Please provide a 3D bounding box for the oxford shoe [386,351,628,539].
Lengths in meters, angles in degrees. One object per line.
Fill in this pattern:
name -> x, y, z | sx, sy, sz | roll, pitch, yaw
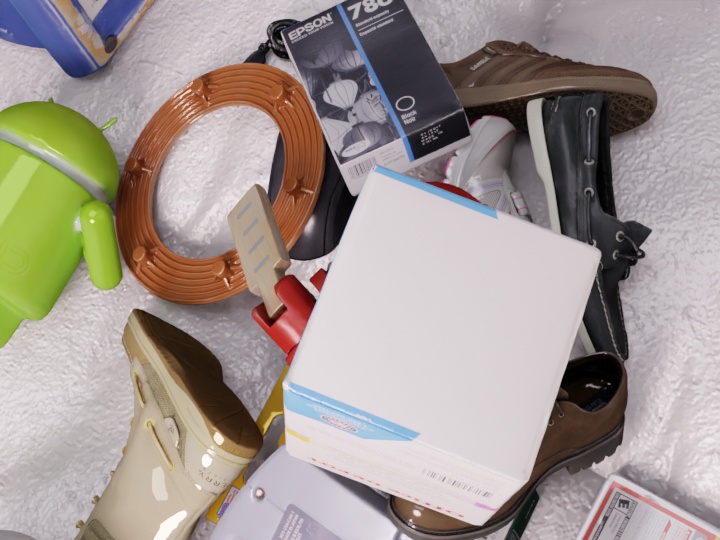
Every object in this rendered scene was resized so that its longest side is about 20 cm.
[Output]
oxford shoe -> 0.096, 0.105, 0.890 | 0.199, 0.085, 0.072 | -29, 51, -32

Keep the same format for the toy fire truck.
toy fire truck -> 0.000, 0.000, 0.919 | 0.176, 0.129, 0.200 | -45, 86, 2

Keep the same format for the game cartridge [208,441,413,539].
game cartridge -> -0.048, 0.219, 0.915 | 0.132, 0.041, 0.202 | 31, 107, 16

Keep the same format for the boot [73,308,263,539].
boot -> -0.155, 0.130, 0.996 | 0.157, 0.072, 0.200 | -58, 38, 11

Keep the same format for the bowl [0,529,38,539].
bowl -> -0.208, 0.248, 0.926 | 0.090, 0.203, 0.201 | -33, 61, -31

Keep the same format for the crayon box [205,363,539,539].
crayon box -> 0.008, 0.165, 0.959 | 0.198, 0.052, 0.127 | 24, 77, 21

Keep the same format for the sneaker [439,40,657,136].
sneaker -> 0.122, -0.145, 1.041 | 0.197, 0.071, 0.077 | -2, 62, 12

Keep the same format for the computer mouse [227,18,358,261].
computer mouse -> -0.053, -0.115, 1.087 | 0.139, 0.046, 0.202 | 16, 74, 18

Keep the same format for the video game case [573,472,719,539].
video game case -> 0.217, 0.240, 0.893 | 0.198, 0.017, 0.144 | 27, 78, 23

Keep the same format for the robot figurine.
robot figurine -> -0.265, -0.043, 1.075 | 0.174, 0.116, 0.202 | 20, 75, 29

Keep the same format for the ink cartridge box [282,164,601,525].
ink cartridge box -> 0.037, 0.052, 0.761 | 0.127, 0.200, 0.127 | 21, 74, 3

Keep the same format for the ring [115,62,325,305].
ring -> -0.115, -0.072, 1.073 | 0.198, 0.019, 0.203 | -13, 63, 27

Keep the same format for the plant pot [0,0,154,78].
plant pot -> -0.258, -0.290, 1.132 | 0.179, 0.200, 0.201 | 33, 79, 17

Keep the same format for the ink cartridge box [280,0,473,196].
ink cartridge box -> 0.003, -0.151, 1.030 | 0.098, 0.039, 0.201 | -25, 49, 1

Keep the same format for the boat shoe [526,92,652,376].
boat shoe -> 0.169, -0.030, 0.967 | 0.065, 0.074, 0.202 | -15, 74, 19

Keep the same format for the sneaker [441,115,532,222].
sneaker -> 0.101, -0.012, 0.994 | 0.087, 0.081, 0.203 | 4, 78, 15
